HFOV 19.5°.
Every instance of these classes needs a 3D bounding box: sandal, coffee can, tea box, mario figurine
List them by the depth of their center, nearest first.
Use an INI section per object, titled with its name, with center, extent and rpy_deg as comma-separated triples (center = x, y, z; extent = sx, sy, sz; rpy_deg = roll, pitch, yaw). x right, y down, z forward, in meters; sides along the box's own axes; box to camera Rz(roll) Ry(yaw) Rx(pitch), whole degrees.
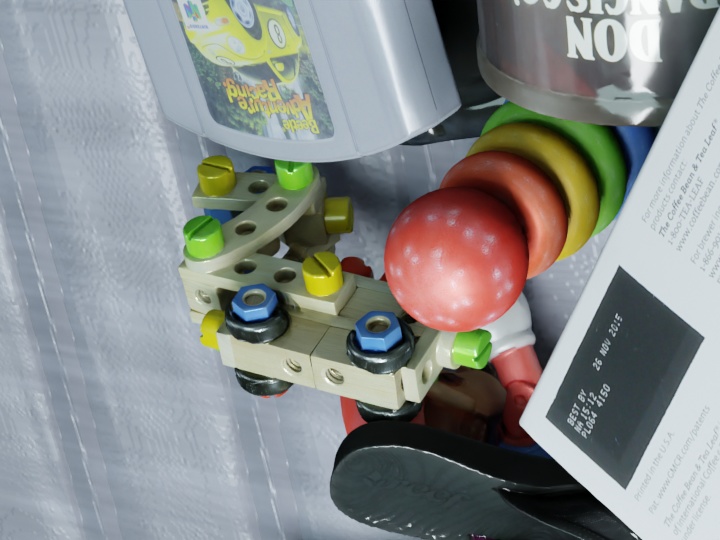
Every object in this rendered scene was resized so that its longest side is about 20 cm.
[tea box]
center = 0.193, -0.001, 0.734
extent = 0.134, 0.197, 0.200
rpy_deg = 42, 127, 28
[coffee can]
center = 0.107, -0.173, 0.764
extent = 0.146, 0.146, 0.200
rpy_deg = 10, 122, 30
[sandal]
center = 0.084, 0.118, 0.921
extent = 0.200, 0.048, 0.075
rpy_deg = 10, 134, -3
[mario figurine]
center = 0.088, 0.076, 1.001
extent = 0.200, 0.106, 0.124
rpy_deg = 19, 91, 11

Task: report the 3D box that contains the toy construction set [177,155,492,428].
[toy construction set]
center = 0.000, 0.000, 0.958
extent = 0.200, 0.131, 0.092
rpy_deg = 0, 129, 34

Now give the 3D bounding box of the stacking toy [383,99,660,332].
[stacking toy]
center = 0.076, -0.039, 0.832
extent = 0.085, 0.200, 0.085
rpy_deg = 17, 126, 25

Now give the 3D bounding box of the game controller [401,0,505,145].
[game controller]
center = 0.020, -0.148, 0.920
extent = 0.104, 0.042, 0.200
rpy_deg = -9, 114, 22

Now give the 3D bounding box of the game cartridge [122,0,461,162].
[game cartridge]
center = -0.042, -0.115, 0.941
extent = 0.200, 0.041, 0.133
rpy_deg = 10, 128, 51
